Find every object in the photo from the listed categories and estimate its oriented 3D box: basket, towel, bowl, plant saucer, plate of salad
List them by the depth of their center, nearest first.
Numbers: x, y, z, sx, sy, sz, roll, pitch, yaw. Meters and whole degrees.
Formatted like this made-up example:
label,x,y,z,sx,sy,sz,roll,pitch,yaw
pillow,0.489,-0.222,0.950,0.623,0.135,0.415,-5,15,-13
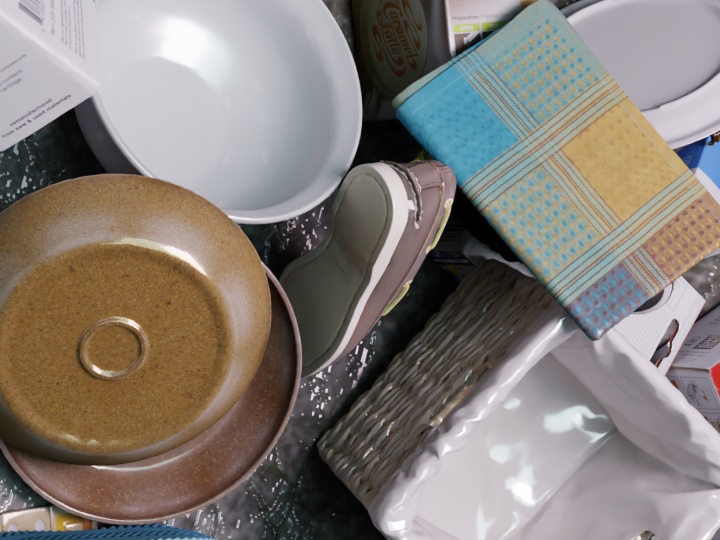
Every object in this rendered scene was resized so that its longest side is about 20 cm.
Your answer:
label,x,y,z,sx,sy,sz,roll,pitch,yaw
plant saucer,-0.149,0.040,1.578,0.200,0.035,0.200,-5,118,-10
plant saucer,-0.137,0.059,1.649,0.200,0.037,0.200,-6,110,-16
bowl,-0.105,-0.107,1.652,0.201,0.090,0.201,15,61,-28
towel,0.130,-0.065,1.679,0.147,0.022,0.200,-35,81,-30
basket,0.107,0.128,1.744,0.198,0.161,0.200,-48,116,-5
plate of salad,0.191,-0.132,1.813,0.200,0.200,0.048,-40,134,-27

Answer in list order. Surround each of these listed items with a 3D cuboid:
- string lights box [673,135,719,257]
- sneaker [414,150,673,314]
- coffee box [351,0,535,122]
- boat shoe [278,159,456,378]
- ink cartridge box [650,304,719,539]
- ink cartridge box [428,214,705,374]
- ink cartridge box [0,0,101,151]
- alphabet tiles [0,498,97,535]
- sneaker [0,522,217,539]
label,x,y,z,sx,sy,sz,roll,pitch,yaw
string lights box,0.231,-0.089,1.850,0.059,0.103,0.200,46,46,-24
sneaker,0.116,-0.020,1.755,0.200,0.072,0.083,34,38,-9
coffee box,0.052,-0.203,1.760,0.080,0.114,0.200,-8,95,-34
boat shoe,0.000,0.000,1.689,0.060,0.200,0.072,-14,59,-35
ink cartridge box,0.322,0.115,1.957,0.176,0.084,0.200,-34,109,-31
ink cartridge box,0.146,0.003,1.862,0.200,0.050,0.109,42,68,-27
ink cartridge box,-0.246,-0.186,1.518,0.200,0.084,0.146,39,32,-40
alphabet tiles,-0.217,0.233,1.643,0.200,0.006,0.166,-6,93,-34
sneaker,-0.179,0.201,1.621,0.200,0.077,0.081,2,94,-31
